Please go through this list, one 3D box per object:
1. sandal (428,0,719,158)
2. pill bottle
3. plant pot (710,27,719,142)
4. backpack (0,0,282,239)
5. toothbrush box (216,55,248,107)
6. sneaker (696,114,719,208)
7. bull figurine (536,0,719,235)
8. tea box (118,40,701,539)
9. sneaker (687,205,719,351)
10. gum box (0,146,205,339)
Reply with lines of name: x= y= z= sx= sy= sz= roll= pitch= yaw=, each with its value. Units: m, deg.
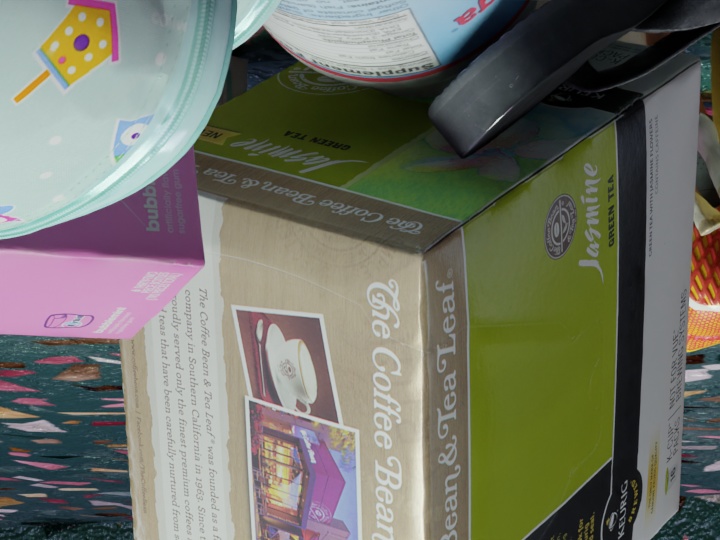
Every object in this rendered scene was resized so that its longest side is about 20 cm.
sandal: x=0.097 y=-0.085 z=0.798 sx=0.200 sy=0.043 sz=0.076 roll=-38 pitch=176 yaw=-36
pill bottle: x=0.004 y=-0.120 z=0.733 sx=0.108 sy=0.109 sz=0.200 roll=-2 pitch=168 yaw=12
plant pot: x=0.254 y=-0.019 z=1.012 sx=0.200 sy=0.190 sz=0.201 roll=1 pitch=167 yaw=0
backpack: x=-0.102 y=-0.104 z=0.578 sx=0.175 sy=0.201 sz=0.153 roll=-10 pitch=161 yaw=41
toothbrush box: x=-0.171 y=-0.056 z=1.110 sx=0.146 sy=0.086 sz=0.200 roll=12 pitch=164 yaw=-42
sneaker: x=0.092 y=-0.057 z=1.128 sx=0.199 sy=0.075 sz=0.088 roll=1 pitch=163 yaw=3
bull figurine: x=0.110 y=-0.072 z=0.987 sx=0.065 sy=0.122 sz=0.200 roll=-27 pitch=172 yaw=5
tea box: x=0.022 y=0.031 z=0.861 sx=0.133 sy=0.201 sz=0.197 roll=15 pitch=-150 yaw=30
sneaker: x=0.226 y=-0.026 z=1.151 sx=0.200 sy=0.073 sz=0.077 roll=-23 pitch=163 yaw=-17
gum box: x=-0.120 y=-0.085 z=0.709 sx=0.113 sy=0.201 sz=0.066 roll=3 pitch=157 yaw=-27
